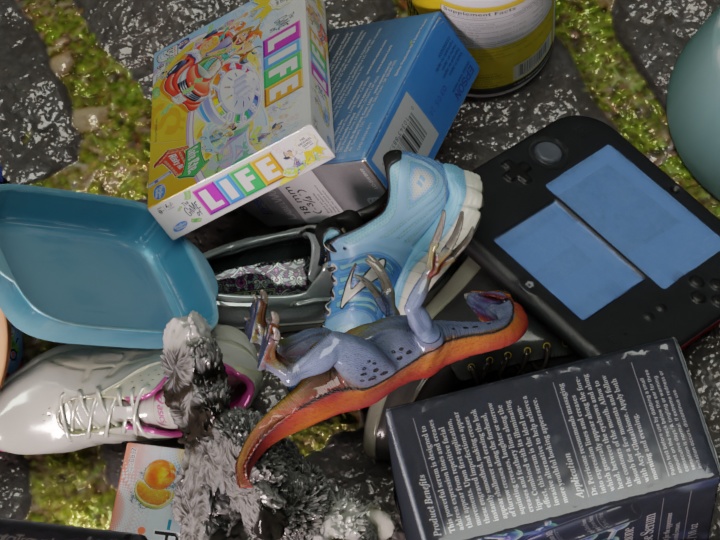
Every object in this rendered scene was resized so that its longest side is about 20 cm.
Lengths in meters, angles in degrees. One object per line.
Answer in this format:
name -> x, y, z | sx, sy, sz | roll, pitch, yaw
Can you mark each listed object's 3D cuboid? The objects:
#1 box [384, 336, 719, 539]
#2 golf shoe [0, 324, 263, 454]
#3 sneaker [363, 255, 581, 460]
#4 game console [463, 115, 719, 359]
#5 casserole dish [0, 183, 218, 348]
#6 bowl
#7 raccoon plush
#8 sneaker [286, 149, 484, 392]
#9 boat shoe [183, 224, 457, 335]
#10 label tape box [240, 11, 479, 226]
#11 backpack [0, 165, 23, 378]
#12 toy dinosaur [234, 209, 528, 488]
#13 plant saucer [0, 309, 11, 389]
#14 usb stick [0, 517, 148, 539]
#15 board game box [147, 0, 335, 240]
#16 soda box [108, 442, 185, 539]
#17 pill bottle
box -> 0.126, 0.142, 1.658 | 0.200, 0.148, 0.107 | -14, 63, -3
golf shoe -> -0.162, 0.086, 1.722 | 0.200, 0.092, 0.075 | -15, 106, -9
sneaker -> 0.090, 0.065, 1.740 | 0.106, 0.075, 0.200 | 29, 68, 17
game console -> 0.170, -0.019, 1.766 | 0.200, 0.031, 0.177 | 43, 47, 22
casserole dish -> -0.183, 0.003, 1.691 | 0.039, 0.200, 0.121 | -46, 57, 30
bowl -> 0.325, -0.142, 1.813 | 0.200, 0.105, 0.201 | -1, 64, 2
raccoon plush -> -0.048, 0.122, 1.668 | 0.134, 0.097, 0.200 | 3, 78, -43
sneaker -> 0.000, 0.000, 1.716 | 0.090, 0.078, 0.200 | 30, 105, -12
boat shoe -> -0.030, 0.002, 1.780 | 0.200, 0.072, 0.070 | -11, 63, -1
label tape box -> -0.029, -0.106, 1.817 | 0.200, 0.063, 0.144 | -4, 48, 42
backpack -> -0.326, 0.025, 1.755 | 0.182, 0.135, 0.200 | -4, 66, 3
toy dinosaur -> 0.017, 0.053, 1.630 | 0.181, 0.105, 0.200 | 12, 92, -15
plant saucer -> -0.335, 0.044, 1.676 | 0.200, 0.032, 0.201 | 0, 99, 1
usb stick -> -0.224, 0.193, 1.677 | 0.200, 0.033, 0.056 | 2, 55, 34
board game box -> -0.086, -0.120, 1.794 | 0.134, 0.034, 0.200 | -27, 34, 16
soda box -> -0.140, 0.220, 1.684 | 0.068, 0.064, 0.200 | 7, 65, 7
pill bottle -> 0.087, -0.219, 1.812 | 0.112, 0.200, 0.112 | -1, 63, 3
